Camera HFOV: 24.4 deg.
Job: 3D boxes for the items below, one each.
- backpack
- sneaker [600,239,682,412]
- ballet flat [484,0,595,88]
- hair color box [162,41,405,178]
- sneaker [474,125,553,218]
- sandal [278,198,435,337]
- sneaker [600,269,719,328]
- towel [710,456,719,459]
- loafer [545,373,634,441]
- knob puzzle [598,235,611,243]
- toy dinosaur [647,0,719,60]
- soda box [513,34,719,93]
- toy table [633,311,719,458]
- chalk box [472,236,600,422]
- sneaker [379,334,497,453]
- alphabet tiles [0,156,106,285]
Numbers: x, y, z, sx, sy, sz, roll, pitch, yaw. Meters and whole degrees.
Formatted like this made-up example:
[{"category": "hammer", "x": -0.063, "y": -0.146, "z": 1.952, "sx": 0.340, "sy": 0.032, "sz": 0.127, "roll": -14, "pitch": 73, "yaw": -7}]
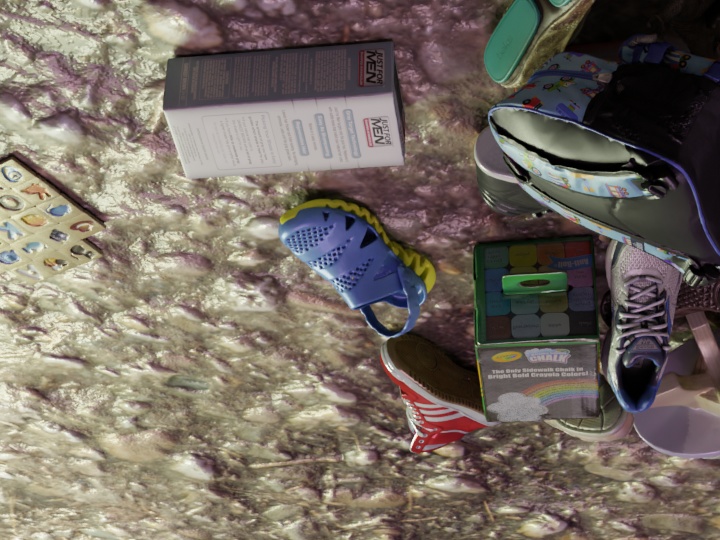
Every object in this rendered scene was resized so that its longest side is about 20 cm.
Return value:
[{"category": "backpack", "x": 0.210, "y": -0.102, "z": 1.318, "sx": 0.199, "sy": 0.135, "sz": 0.183, "roll": 22, "pitch": 163, "yaw": 35}, {"category": "sneaker", "x": 0.272, "y": 0.049, "z": 1.585, "sx": 0.076, "sy": 0.085, "sz": 0.202, "roll": -1, "pitch": 122, "yaw": 4}, {"category": "ballet flat", "x": 0.163, "y": -0.223, "z": 1.329, "sx": 0.065, "sy": 0.071, "sz": 0.200, "roll": -12, "pitch": 156, "yaw": -29}, {"category": "hair color box", "x": -0.064, "y": -0.138, "z": 1.447, "sx": 0.198, "sy": 0.061, "sz": 0.099, "roll": -3, "pitch": 146, "yaw": 7}, {"category": "sneaker", "x": 0.194, "y": -0.078, "z": 1.501, "sx": 0.198, "sy": 0.071, "sz": 0.099, "roll": 15, "pitch": 166, "yaw": 0}, {"category": "sandal", "x": 0.000, "y": 0.000, "z": 1.626, "sx": 0.199, "sy": 0.088, "sz": 0.079, "roll": 31, "pitch": 138, "yaw": -33}, {"category": "sneaker", "x": 0.334, "y": 0.007, "z": 1.645, "sx": 0.199, "sy": 0.075, "sz": 0.071, "roll": -14, "pitch": 101, "yaw": 31}, {"category": "towel", "x": 0.461, "y": 0.160, "z": 1.882, "sx": 0.198, "sy": 0.049, "sz": 0.172, "roll": -3, "pitch": 145, "yaw": 6}, {"category": "loafer", "x": 0.223, "y": 0.141, "z": 1.780, "sx": 0.199, "sy": 0.072, "sz": 0.063, "roll": 19, "pitch": 163, "yaw": 50}, {"category": "knob puzzle", "x": 0.321, "y": -0.057, "z": 1.572, "sx": 0.217, "sy": 0.031, "sz": 0.220, "roll": -1, "pitch": 162, "yaw": 0}, {"category": "toy dinosaur", "x": 0.265, "y": -0.241, "z": 1.289, "sx": 0.102, "sy": 0.077, "sz": 0.201, "roll": -23, "pitch": 144, "yaw": -30}, {"category": "soda box", "x": 0.231, "y": -0.152, "z": 1.417, "sx": 0.198, "sy": 0.064, "sz": 0.069, "roll": -5, "pitch": 145, "yaw": 9}, {"category": "toy table", "x": 0.370, "y": 0.114, "z": 1.717, "sx": 0.199, "sy": 0.185, "sz": 0.117, "roll": -33, "pitch": 154, "yaw": 6}, {"category": "chalk box", "x": 0.177, "y": 0.048, "z": 1.660, "sx": 0.123, "sy": 0.125, "sz": 0.201, "roll": -2, "pitch": 145, "yaw": 6}, {"category": "sneaker", "x": 0.065, "y": 0.142, "z": 1.843, "sx": 0.112, "sy": 0.072, "sz": 0.199, "roll": -29, "pitch": 138, "yaw": 32}, {"category": "alphabet tiles", "x": -0.355, "y": -0.049, "z": 1.632, "sx": 0.165, "sy": 0.006, "sz": 0.200, "roll": -21, "pitch": 140, "yaw": 28}]
